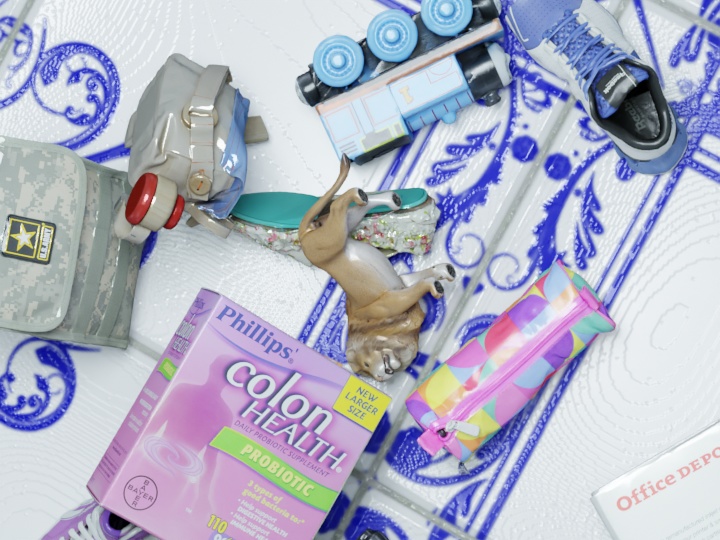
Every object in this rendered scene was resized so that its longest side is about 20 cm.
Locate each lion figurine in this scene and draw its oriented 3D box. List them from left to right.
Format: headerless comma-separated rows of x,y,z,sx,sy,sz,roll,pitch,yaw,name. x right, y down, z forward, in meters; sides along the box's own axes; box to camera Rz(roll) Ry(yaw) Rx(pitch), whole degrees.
0.000,0.000,1.635,0.122,0.073,0.201,-26,108,29,lion figurine

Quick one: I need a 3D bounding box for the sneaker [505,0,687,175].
0.212,-0.175,1.625,0.080,0.115,0.200,-39,81,4,sneaker

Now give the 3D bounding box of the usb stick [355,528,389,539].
0.062,0.314,1.659,0.200,0.033,0.055,45,101,9,usb stick

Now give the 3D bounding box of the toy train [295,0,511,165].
0.043,-0.175,1.672,0.199,0.087,0.115,-25,92,5,toy train

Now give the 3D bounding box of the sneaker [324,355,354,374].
-0.099,0.110,1.681,0.198,0.077,0.079,-2,91,-9,sneaker

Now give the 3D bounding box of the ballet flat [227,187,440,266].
-0.026,-0.034,1.682,0.198,0.076,0.064,-1,119,14,ballet flat

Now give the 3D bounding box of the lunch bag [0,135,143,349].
-0.282,-0.024,1.645,0.117,0.200,0.166,7,86,29,lunch bag

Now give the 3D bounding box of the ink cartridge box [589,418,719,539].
0.305,0.242,1.596,0.145,0.084,0.201,-29,81,6,ink cartridge box

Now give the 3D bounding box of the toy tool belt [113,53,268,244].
-0.135,-0.092,1.637,0.122,0.201,0.125,24,128,-20,toy tool belt

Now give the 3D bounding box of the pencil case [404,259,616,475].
0.129,0.083,1.638,0.200,0.088,0.088,-44,81,3,pencil case

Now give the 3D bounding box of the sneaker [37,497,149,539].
-0.236,0.233,1.673,0.200,0.114,0.073,-39,83,6,sneaker

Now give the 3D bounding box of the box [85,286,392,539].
-0.103,0.146,1.590,0.175,0.097,0.201,32,84,-15,box
